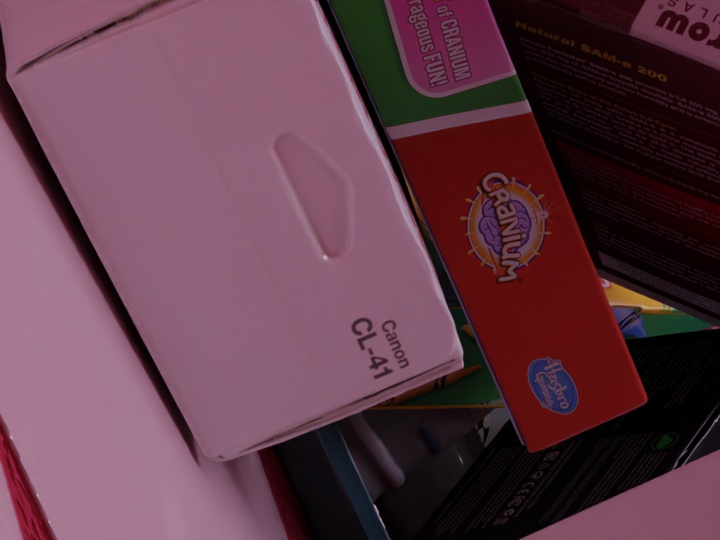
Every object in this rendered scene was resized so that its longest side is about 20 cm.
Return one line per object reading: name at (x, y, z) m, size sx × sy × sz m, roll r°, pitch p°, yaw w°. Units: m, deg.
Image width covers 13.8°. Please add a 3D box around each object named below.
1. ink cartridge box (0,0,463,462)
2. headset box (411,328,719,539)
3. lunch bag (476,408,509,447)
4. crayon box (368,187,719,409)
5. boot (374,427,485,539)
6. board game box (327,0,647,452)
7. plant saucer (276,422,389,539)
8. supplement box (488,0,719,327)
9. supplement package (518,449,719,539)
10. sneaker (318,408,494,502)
ink cartridge box at (-0.047, -0.064, 0.875) m, size 0.200 × 0.085 × 0.148 m, roll -106°, pitch 172°, yaw -57°
headset box at (0.103, 0.149, 0.984) m, size 0.174 × 0.093 × 0.200 m, roll -45°, pitch 118°, yaw -45°
lunch bag at (0.120, 0.114, 1.250) m, size 0.170 × 0.124 × 0.200 m, roll 63°, pitch -33°, yaw 31°
crayon box at (0.038, -0.012, 1.074) m, size 0.200 × 0.058 × 0.119 m, roll 2°, pitch 47°, yaw -46°
boot at (0.033, 0.085, 1.182) m, size 0.182 × 0.072 × 0.200 m, roll 101°, pitch -26°, yaw -71°
board game box at (0.020, -0.067, 0.891) m, size 0.153 × 0.040 × 0.200 m, roll -108°, pitch 174°, yaw -56°
plant saucer at (0.011, 0.123, 1.048) m, size 0.070 × 0.019 × 0.200 m, roll -87°, pitch 154°, yaw -82°
supplement box at (0.115, -0.046, 0.946) m, size 0.109 × 0.061 × 0.200 m, roll 23°, pitch -17°, yaw 23°
supplement package at (0.108, 0.164, 0.753) m, size 0.191 × 0.200 × 0.147 m, roll -111°, pitch 175°, yaw -49°
sneaker at (0.000, 0.000, 1.156) m, size 0.075 × 0.082 × 0.200 m, roll 61°, pitch 6°, yaw -54°
